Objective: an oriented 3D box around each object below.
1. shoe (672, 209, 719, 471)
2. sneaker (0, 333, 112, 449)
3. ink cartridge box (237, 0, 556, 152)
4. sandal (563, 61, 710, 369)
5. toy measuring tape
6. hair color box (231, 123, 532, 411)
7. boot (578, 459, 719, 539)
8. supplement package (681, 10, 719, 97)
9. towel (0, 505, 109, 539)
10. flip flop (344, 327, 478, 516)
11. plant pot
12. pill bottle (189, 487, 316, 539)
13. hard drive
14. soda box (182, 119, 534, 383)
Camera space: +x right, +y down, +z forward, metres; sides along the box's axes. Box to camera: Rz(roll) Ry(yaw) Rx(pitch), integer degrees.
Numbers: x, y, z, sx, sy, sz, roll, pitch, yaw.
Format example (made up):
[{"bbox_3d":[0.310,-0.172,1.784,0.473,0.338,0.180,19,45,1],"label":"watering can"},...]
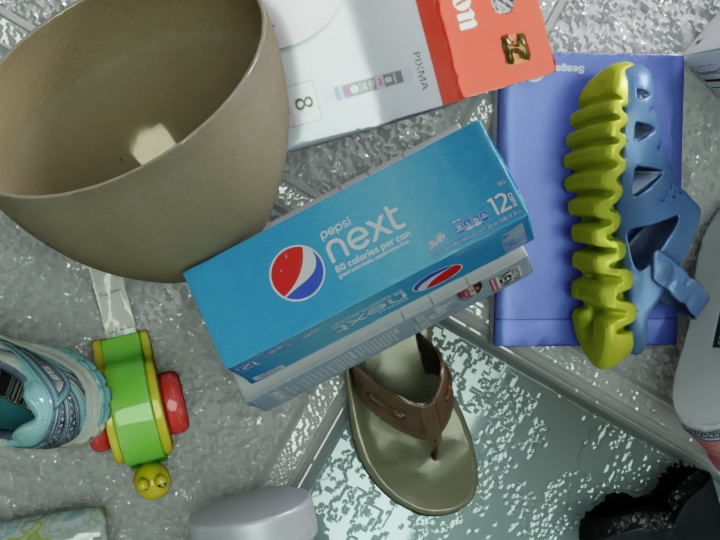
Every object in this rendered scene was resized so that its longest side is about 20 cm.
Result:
[{"bbox_3d":[0.272,0.040,0.995,0.091,0.071,0.201,50,55,-49],"label":"shoe"},{"bbox_3d":[-0.257,0.060,0.883,0.199,0.086,0.078,12,95,15],"label":"sneaker"},{"bbox_3d":[0.014,-0.179,0.934,0.199,0.057,0.163,-15,96,6],"label":"ink cartridge box"},{"bbox_3d":[0.185,-0.038,0.947,0.087,0.079,0.201,-6,103,-11],"label":"sandal"},{"bbox_3d":[-0.155,0.054,0.928,0.073,0.074,0.201,-13,96,-7],"label":"toy measuring tape"},{"bbox_3d":[0.000,0.000,0.921,0.199,0.061,0.099,-28,75,4],"label":"hair color box"},{"bbox_3d":[0.185,0.245,0.986,0.200,0.076,0.169,-30,101,-12],"label":"boot"},{"bbox_3d":[0.367,-0.148,0.952,0.200,0.147,0.191,42,88,-10],"label":"supplement package"},{"bbox_3d":[-0.238,0.266,0.944,0.170,0.048,0.201,-10,95,-11],"label":"towel"},{"bbox_3d":[0.030,0.070,0.961,0.081,0.058,0.201,-13,93,-12],"label":"flip flop"},{"bbox_3d":[-0.124,-0.070,0.879,0.200,0.200,0.135,-33,131,-5],"label":"plant pot"},{"bbox_3d":[-0.053,0.250,0.927,0.111,0.112,0.201,-12,96,-7],"label":"pill bottle"},{"bbox_3d":[0.156,-0.049,0.988,0.131,0.025,0.201,0,94,-8],"label":"hard drive"},{"bbox_3d":[0.001,-0.009,0.858,0.199,0.064,0.068,-27,75,3],"label":"soda box"}]
